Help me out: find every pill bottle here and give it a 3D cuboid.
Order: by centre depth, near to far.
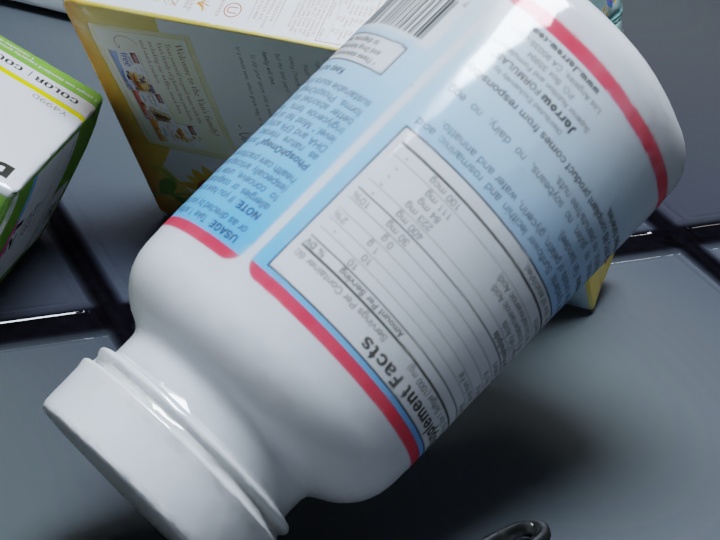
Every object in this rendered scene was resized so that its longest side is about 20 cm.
[{"bbox_3d":[0.000,0.000,0.659,0.200,0.109,0.109,-45,42,-11],"label":"pill bottle"}]

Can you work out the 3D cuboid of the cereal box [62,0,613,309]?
[{"bbox_3d":[-0.003,-0.056,0.824,0.200,0.144,0.040,13,60,20],"label":"cereal box"}]

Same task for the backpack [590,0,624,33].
[{"bbox_3d":[0.045,-0.133,1.000,0.167,0.127,0.200,-26,37,-25],"label":"backpack"}]

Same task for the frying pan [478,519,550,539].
[{"bbox_3d":[0.004,0.116,0.599,0.190,0.031,0.115,-15,31,-25],"label":"frying pan"}]

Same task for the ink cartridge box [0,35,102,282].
[{"bbox_3d":[-0.201,-0.037,0.780,0.148,0.076,0.200,30,27,-2],"label":"ink cartridge box"}]

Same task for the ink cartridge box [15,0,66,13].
[{"bbox_3d":[-0.132,-0.200,1.169,0.200,0.084,0.146,16,29,27],"label":"ink cartridge box"}]
